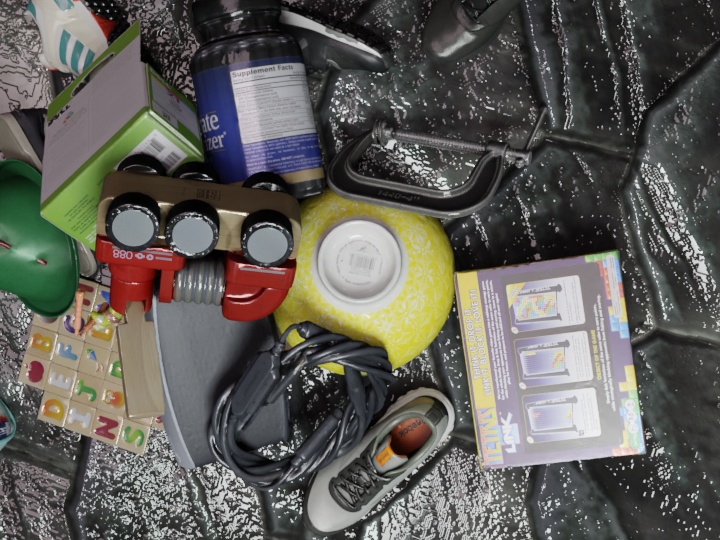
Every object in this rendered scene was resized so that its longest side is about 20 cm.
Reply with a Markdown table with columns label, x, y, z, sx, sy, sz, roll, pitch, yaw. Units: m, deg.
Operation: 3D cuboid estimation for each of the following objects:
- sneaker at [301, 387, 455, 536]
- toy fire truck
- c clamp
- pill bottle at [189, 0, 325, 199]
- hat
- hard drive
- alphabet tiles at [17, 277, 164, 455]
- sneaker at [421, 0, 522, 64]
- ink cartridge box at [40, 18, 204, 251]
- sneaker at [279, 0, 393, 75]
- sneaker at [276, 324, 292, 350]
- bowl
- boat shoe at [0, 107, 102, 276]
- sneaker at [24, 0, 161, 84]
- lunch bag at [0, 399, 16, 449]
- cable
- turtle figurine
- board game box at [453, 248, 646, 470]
| label | x | y | z | sx | sy | sz | roll | pitch | yaw |
| --- | --- | --- | --- | --- | --- | --- | --- | --- | --- |
| sneaker | 0.011 | 0.198 | 1.091 | 0.074 | 0.079 | 0.200 | 46 | 101 | 4 |
| toy fire truck | -0.152 | 0.021 | 0.956 | 0.174 | 0.129 | 0.201 | 7 | 122 | -12 |
| c clamp | 0.072 | -0.111 | 1.060 | 0.198 | 0.172 | 0.027 | 8 | 138 | 17 |
| pill bottle | -0.103 | -0.164 | 1.033 | 0.111 | 0.112 | 0.202 | -10 | 95 | 11 |
| hat | -0.410 | -0.022 | 1.085 | 0.165 | 0.176 | 0.201 | -27 | 87 | 43 |
| hard drive | -0.140 | 0.093 | 1.049 | 0.134 | 0.042 | 0.202 | -14 | 109 | -14 |
| alphabet tiles | -0.279 | 0.105 | 1.180 | 0.198 | 0.006 | 0.168 | 17 | 96 | 10 |
| sneaker | 0.134 | -0.284 | 1.044 | 0.200 | 0.091 | 0.076 | -44 | 86 | 11 |
| ink cartridge box | -0.235 | -0.137 | 1.044 | 0.148 | 0.201 | 0.076 | -39 | 127 | 17 |
| sneaker | -0.063 | -0.224 | 1.104 | 0.199 | 0.076 | 0.088 | 21 | 110 | 13 |
| sneaker | -0.115 | 0.085 | 1.112 | 0.070 | 0.076 | 0.201 | 26 | 97 | 9 |
| bowl | 0.000 | 0.000 | 1.048 | 0.198 | 0.108 | 0.202 | 0 | 82 | 0 |
| boat shoe | -0.320 | -0.090 | 1.150 | 0.201 | 0.062 | 0.073 | 58 | 143 | 7 |
| sneaker | -0.290 | -0.229 | 1.149 | 0.093 | 0.070 | 0.201 | -34 | 87 | 28 |
| lunch bag | -0.471 | 0.139 | 1.141 | 0.077 | 0.160 | 0.200 | -43 | 83 | 10 |
| cable | -0.058 | 0.135 | 1.035 | 0.201 | 0.162 | 0.051 | -59 | 40 | 24 |
| turtle figurine | -0.200 | -0.011 | 1.081 | 0.064 | 0.161 | 0.201 | 34 | 98 | 8 |
| board game box | 0.188 | 0.089 | 1.064 | 0.164 | 0.057 | 0.202 | -7 | 91 | 13 |
